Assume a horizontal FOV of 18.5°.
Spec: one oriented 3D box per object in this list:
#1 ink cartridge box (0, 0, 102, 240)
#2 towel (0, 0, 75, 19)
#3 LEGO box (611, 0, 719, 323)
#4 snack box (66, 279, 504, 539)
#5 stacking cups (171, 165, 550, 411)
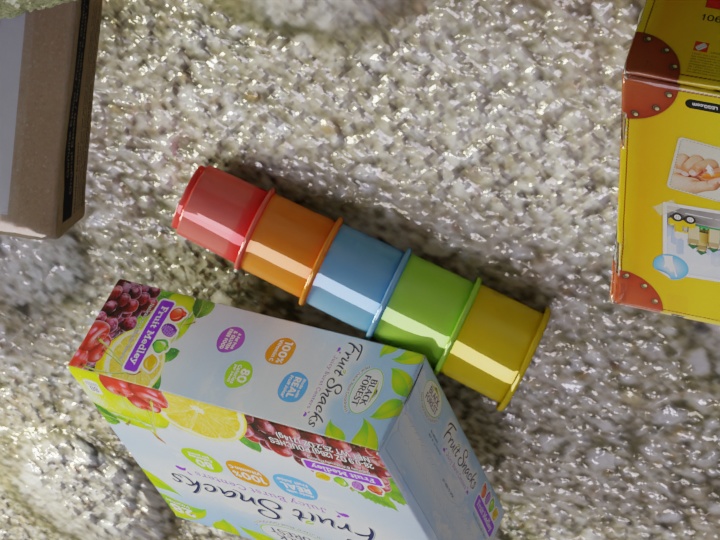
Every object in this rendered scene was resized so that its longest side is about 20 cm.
[{"bbox_3d":[-0.223,-0.109,1.028,0.199,0.075,0.166,6,101,3],"label":"ink cartridge box"},{"bbox_3d":[-0.152,-0.183,0.954,0.199,0.036,0.149,-15,101,6],"label":"towel"},{"bbox_3d":[0.215,-0.040,0.964,0.199,0.077,0.149,12,140,14],"label":"LEGO box"},{"bbox_3d":[-0.038,0.094,1.217,0.199,0.068,0.169,14,151,28],"label":"snack box"},{"bbox_3d":[0.000,0.000,1.151,0.199,0.061,0.061,29,140,1],"label":"stacking cups"}]
